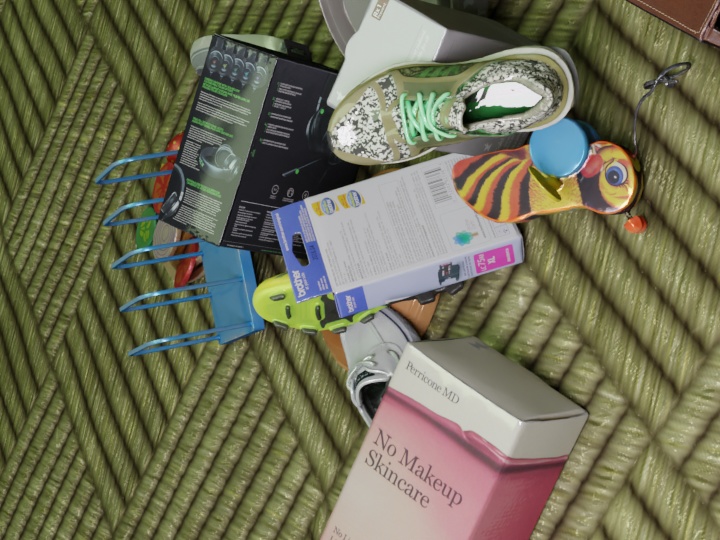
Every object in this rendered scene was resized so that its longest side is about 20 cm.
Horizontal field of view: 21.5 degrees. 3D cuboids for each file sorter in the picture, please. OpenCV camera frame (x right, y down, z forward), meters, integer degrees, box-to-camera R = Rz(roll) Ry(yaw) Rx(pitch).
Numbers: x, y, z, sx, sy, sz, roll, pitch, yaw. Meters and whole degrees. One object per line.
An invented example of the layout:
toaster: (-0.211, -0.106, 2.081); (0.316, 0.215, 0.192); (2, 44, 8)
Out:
file sorter: (-0.192, -0.020, 1.966); (0.139, 0.122, 0.202); (157, 102, -68)

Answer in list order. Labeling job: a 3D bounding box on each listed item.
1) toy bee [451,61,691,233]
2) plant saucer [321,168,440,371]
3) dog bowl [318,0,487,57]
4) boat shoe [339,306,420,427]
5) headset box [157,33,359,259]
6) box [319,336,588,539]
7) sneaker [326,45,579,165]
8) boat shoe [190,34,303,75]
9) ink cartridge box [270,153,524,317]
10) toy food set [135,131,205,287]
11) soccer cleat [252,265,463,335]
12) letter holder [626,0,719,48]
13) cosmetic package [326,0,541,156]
toy bee: (0.174, -0.071, 1.482); (0.199, 0.130, 0.110); (-26, 81, 40)
plant saucer: (0.011, -0.001, 1.788); (0.200, 0.037, 0.202); (-29, 55, 51)
dog bowl: (0.039, -0.264, 1.745); (0.200, 0.058, 0.202); (31, 133, 41)
boat shoe: (0.023, 0.097, 1.664); (0.200, 0.066, 0.074); (54, 126, 38)
headset box: (-0.084, -0.122, 1.840); (0.092, 0.173, 0.202); (23, 100, 36)
box: (0.071, 0.170, 1.516); (0.127, 0.109, 0.201); (33, 109, 31)
sneaker: (0.064, -0.124, 1.432); (0.089, 0.198, 0.078); (-49, -57, -74)
boat shoe: (-0.134, -0.216, 2.076); (0.200, 0.070, 0.072); (6, 80, 57)
ink cartridge box: (0.030, -0.030, 1.637); (0.042, 0.198, 0.120); (79, 174, -48)
toy food set: (-0.186, -0.079, 2.130); (0.200, 0.048, 0.200); (23, 98, 59)
soccer cleat: (0.001, 0.000, 1.688); (0.065, 0.198, 0.084); (73, -176, -47)
letter holder: (0.263, -0.251, 1.410); (0.200, 0.100, 0.143); (44, 114, 55)
cosmetic package: (0.072, -0.159, 1.576); (0.090, 0.199, 0.108); (32, 108, 27)
